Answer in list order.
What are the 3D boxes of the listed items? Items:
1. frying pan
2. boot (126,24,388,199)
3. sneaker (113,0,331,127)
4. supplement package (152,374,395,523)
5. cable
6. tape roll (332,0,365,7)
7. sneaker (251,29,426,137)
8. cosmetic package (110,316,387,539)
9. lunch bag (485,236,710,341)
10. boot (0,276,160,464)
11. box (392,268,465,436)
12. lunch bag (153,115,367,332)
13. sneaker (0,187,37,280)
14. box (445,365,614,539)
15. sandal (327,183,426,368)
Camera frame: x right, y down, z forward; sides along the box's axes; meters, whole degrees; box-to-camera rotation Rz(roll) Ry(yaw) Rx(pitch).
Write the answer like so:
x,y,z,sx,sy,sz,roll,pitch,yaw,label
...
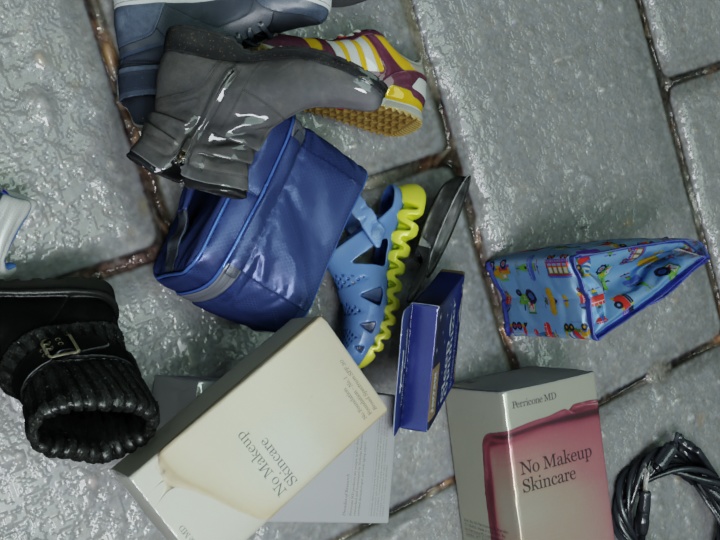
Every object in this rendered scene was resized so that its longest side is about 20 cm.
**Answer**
x,y,z,sx,sy,sz,roll,pitch,yaw,label
0.069,-0.019,1.072,0.031,0.115,0.190,24,59,10,frying pan
-0.084,-0.118,0.879,0.199,0.070,0.132,11,81,9,boot
-0.124,-0.184,0.953,0.201,0.077,0.147,-1,86,10,sneaker
-0.082,0.163,0.972,0.199,0.121,0.120,8,84,-29,supplement package
0.384,0.306,1.268,0.163,0.051,0.200,-42,108,-24,cable
-0.022,-0.371,1.060,0.199,0.066,0.201,1,88,-29,tape roll
-0.023,-0.205,1.056,0.199,0.075,0.091,20,64,-29,sneaker
-0.088,0.137,0.859,0.200,0.073,0.104,-41,102,-23,cosmetic package
0.266,-0.002,1.157,0.199,0.150,0.094,-22,99,-28,lunch bag
-0.272,0.083,0.824,0.210,0.158,0.080,-9,136,-19,boot
0.069,0.077,1.022,0.032,0.200,0.122,8,103,14,box
-0.097,-0.056,0.964,0.132,0.136,0.201,30,73,-25,lunch bag
-0.343,-0.078,0.867,0.146,0.080,0.201,-3,86,-37,sneaker
0.180,0.211,1.124,0.127,0.109,0.201,-9,93,-29,box
0.000,0.000,1.057,0.087,0.079,0.201,17,75,-16,sandal
